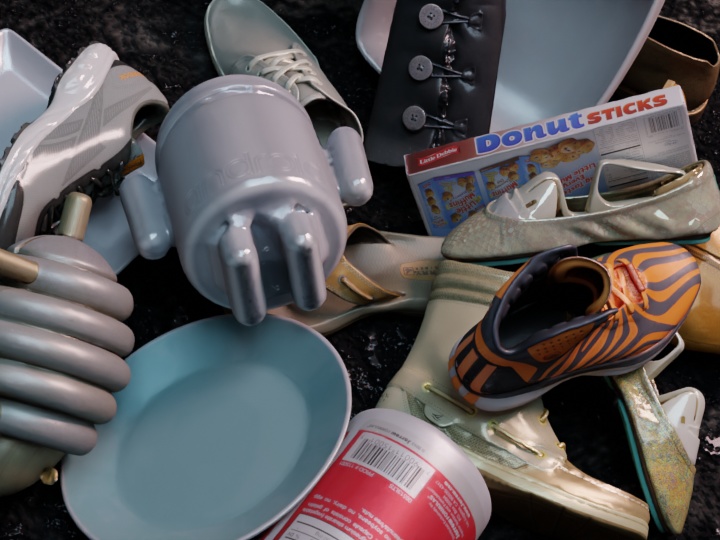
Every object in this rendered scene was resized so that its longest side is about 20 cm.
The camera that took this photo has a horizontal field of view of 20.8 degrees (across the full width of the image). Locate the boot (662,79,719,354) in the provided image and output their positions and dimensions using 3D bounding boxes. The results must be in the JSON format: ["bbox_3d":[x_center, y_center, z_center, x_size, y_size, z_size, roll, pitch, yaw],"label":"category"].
[{"bbox_3d":[0.260,-0.033,1.422,0.143,0.071,0.203,14,69,6],"label":"boot"}]

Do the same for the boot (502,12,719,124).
[{"bbox_3d":[0.181,-0.183,1.501,0.199,0.076,0.074,21,59,3],"label":"boot"}]

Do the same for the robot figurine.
[{"bbox_3d":[-0.075,-0.054,1.310,0.168,0.114,0.201,-12,42,-9],"label":"robot figurine"}]

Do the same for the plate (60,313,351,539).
[{"bbox_3d":[-0.097,0.109,1.257,0.198,0.026,0.201,-12,43,12],"label":"plate"}]

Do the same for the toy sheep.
[{"bbox_3d":[-0.207,0.046,1.243,0.137,0.138,0.202,17,84,0],"label":"toy sheep"}]

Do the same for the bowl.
[{"bbox_3d":[0.118,-0.195,1.451,0.199,0.201,0.075,36,17,15],"label":"bowl"}]

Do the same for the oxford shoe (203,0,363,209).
[{"bbox_3d":[-0.052,-0.134,1.434,0.075,0.058,0.201,-20,63,-19],"label":"oxford shoe"}]

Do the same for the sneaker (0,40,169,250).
[{"bbox_3d":[-0.197,-0.070,1.332,0.079,0.074,0.201,29,58,1],"label":"sneaker"}]

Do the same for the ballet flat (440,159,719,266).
[{"bbox_3d":[0.151,-0.045,1.362,0.198,0.063,0.068,-6,17,-3],"label":"ballet flat"}]

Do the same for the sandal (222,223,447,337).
[{"bbox_3d":[0.000,0.000,1.363,0.198,0.054,0.081,-5,60,-14],"label":"sandal"}]

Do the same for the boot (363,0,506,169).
[{"bbox_3d":[0.028,-0.176,1.421,0.164,0.202,0.066,13,16,22],"label":"boot"}]

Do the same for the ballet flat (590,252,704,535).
[{"bbox_3d":[0.196,0.077,1.333,0.070,0.071,0.201,-13,69,-19],"label":"ballet flat"}]

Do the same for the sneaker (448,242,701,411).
[{"bbox_3d":[0.155,0.021,1.254,0.199,0.112,0.078,-27,73,-27],"label":"sneaker"}]

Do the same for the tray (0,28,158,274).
[{"bbox_3d":[-0.215,-0.082,1.390,0.200,0.022,0.107,38,60,12],"label":"tray"}]

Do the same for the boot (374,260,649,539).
[{"bbox_3d":[0.118,0.088,1.314,0.199,0.073,0.156,21,66,9],"label":"boot"}]

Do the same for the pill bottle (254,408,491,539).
[{"bbox_3d":[-0.014,0.190,1.209,0.112,0.113,0.200,34,59,10],"label":"pill bottle"}]

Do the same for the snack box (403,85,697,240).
[{"bbox_3d":[0.135,-0.074,1.380,0.198,0.072,0.024,-14,46,9],"label":"snack box"}]
